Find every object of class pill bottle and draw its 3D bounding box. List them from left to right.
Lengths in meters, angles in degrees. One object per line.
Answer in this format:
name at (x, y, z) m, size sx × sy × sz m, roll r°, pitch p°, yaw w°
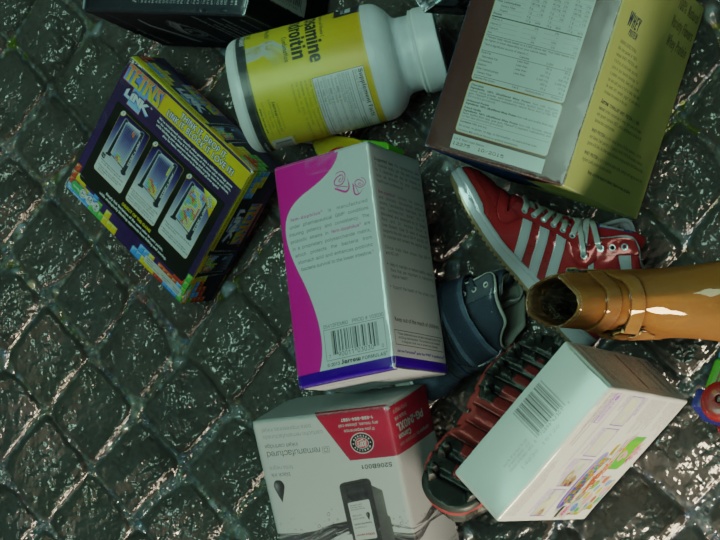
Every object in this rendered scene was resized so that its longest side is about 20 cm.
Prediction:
pill bottle at (-0.020, -0.187, 1.589) m, size 0.199 × 0.112 × 0.113 m, roll -14°, pitch 76°, yaw 6°

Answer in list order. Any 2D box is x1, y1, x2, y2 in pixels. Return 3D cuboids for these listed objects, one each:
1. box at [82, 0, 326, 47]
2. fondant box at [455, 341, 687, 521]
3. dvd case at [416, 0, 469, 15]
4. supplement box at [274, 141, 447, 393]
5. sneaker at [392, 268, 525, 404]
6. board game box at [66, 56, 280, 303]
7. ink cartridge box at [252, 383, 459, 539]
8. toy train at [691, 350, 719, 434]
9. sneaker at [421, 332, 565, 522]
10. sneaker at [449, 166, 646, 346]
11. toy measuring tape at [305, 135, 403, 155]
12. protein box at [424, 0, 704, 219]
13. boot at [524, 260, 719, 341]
box at (-0.151, -0.287, 1.667) m, size 0.199 × 0.148 × 0.105 m, roll 7°, pitch 87°, yaw 28°
fondant box at (0.180, 0.138, 1.406) m, size 0.058 × 0.200 × 0.144 m, roll 46°, pitch 105°, yaw 26°
dvd case at (0.148, -0.299, 1.514) m, size 0.200 × 0.146 × 0.022 m, roll -35°, pitch 86°, yaw 19°
supplement box at (0.000, 0.000, 1.487) m, size 0.101 × 0.103 × 0.201 m, roll -13°, pitch 78°, yaw 29°
sneaker at (0.069, 0.007, 1.548) m, size 0.146 × 0.077 × 0.203 m, roll -33°, pitch 74°, yaw 26°
board game box at (-0.191, -0.093, 1.700) m, size 0.200 × 0.057 × 0.166 m, roll 44°, pitch 114°, yaw 25°
ink cartridge box at (0.001, 0.215, 1.525) m, size 0.145 × 0.083 × 0.201 m, roll -9°, pitch 97°, yaw 28°
toy train at (0.384, 0.101, 1.377) m, size 0.199 × 0.085 × 0.116 m, roll 17°, pitch 78°, yaw 29°
sneaker at (0.124, 0.144, 1.497) m, size 0.071 × 0.098 × 0.201 m, roll 30°, pitch 67°, yaw 19°
sneaker at (0.175, -0.036, 1.476) m, size 0.112 × 0.071 × 0.200 m, roll -38°, pitch 101°, yaw 16°
toy measuring tape at (-0.035, -0.095, 1.631) m, size 0.199 × 0.073 × 0.074 m, roll 9°, pitch 88°, yaw 38°
protein box at (0.179, -0.170, 1.447) m, size 0.134 × 0.198 × 0.201 m, roll 19°, pitch 93°, yaw 27°
boot at (0.241, 0.019, 1.359) m, size 0.200 × 0.154 × 0.077 m, roll -5°, pitch 81°, yaw 64°
